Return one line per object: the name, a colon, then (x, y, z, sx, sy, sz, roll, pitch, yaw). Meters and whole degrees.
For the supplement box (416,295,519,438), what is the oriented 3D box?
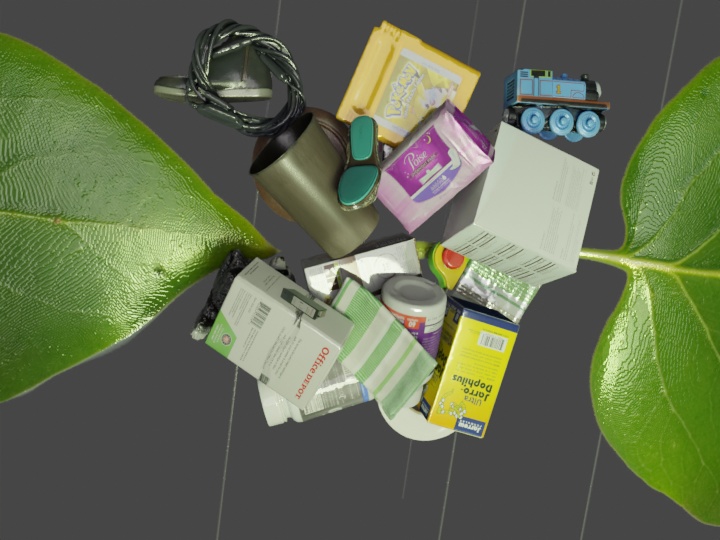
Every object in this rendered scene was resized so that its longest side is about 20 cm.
supplement box: (0.180, 0.163, 1.195, 0.107, 0.109, 0.205, 16, 96, -10)

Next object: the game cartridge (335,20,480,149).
game cartridge: (0.080, -0.294, 1.163, 0.196, 0.032, 0.180, 24, 95, -9)

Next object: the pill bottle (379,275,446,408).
pill bottle: (0.077, 0.123, 1.159, 0.108, 0.112, 0.205, 3, 116, -8)

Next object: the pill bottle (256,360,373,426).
pill bottle: (-0.080, 0.201, 1.232, 0.195, 0.114, 0.117, -16, 100, -5)

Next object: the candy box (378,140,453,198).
candy box: (0.100, -0.231, 1.222, 0.133, 0.061, 0.206, 0, 98, -8)

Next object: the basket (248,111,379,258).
basket: (-0.069, -0.132, 1.137, 0.135, 0.182, 0.201, -32, 114, 18)

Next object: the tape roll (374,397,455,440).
tape roll: (0.120, 0.206, 1.284, 0.197, 0.071, 0.208, -1, 98, -8)

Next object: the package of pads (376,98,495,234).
package of pads: (0.111, -0.168, 1.128, 0.120, 0.076, 0.199, 43, 121, -11)

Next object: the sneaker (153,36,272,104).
sneaker: (-0.247, -0.338, 1.155, 0.195, 0.075, 0.109, -5, 95, -17)

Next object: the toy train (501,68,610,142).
toy train: (0.348, -0.296, 1.239, 0.194, 0.087, 0.118, 1, 92, -8)

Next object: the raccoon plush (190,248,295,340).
raccoon plush: (-0.199, 0.052, 1.225, 0.132, 0.098, 0.201, 26, 120, -22)

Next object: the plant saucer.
plant saucer: (-0.093, -0.184, 1.215, 0.195, 0.034, 0.206, -1, 97, -8)

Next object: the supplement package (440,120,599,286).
supplement package: (0.272, -0.108, 1.195, 0.196, 0.147, 0.195, 22, 73, -11)

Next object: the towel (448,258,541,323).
towel: (0.253, 0.034, 1.304, 0.147, 0.031, 0.203, 30, 95, -9)

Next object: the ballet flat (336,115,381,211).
ballet flat: (0.005, -0.154, 1.092, 0.066, 0.204, 0.076, -3, 143, 12)

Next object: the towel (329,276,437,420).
towel: (0.018, 0.125, 1.119, 0.200, 0.023, 0.154, 46, 129, 18)

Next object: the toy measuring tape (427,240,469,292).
toy measuring tape: (0.137, 0.010, 1.246, 0.073, 0.073, 0.202, 36, 76, -12)

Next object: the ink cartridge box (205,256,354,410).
ink cartridge box: (-0.129, 0.102, 1.113, 0.198, 0.084, 0.147, 33, 118, 2)

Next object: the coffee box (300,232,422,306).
coffee box: (0.000, 0.000, 1.214, 0.195, 0.114, 0.082, -15, 101, -5)

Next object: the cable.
cable: (-0.179, -0.307, 1.121, 0.196, 0.051, 0.167, 17, 86, -17)
